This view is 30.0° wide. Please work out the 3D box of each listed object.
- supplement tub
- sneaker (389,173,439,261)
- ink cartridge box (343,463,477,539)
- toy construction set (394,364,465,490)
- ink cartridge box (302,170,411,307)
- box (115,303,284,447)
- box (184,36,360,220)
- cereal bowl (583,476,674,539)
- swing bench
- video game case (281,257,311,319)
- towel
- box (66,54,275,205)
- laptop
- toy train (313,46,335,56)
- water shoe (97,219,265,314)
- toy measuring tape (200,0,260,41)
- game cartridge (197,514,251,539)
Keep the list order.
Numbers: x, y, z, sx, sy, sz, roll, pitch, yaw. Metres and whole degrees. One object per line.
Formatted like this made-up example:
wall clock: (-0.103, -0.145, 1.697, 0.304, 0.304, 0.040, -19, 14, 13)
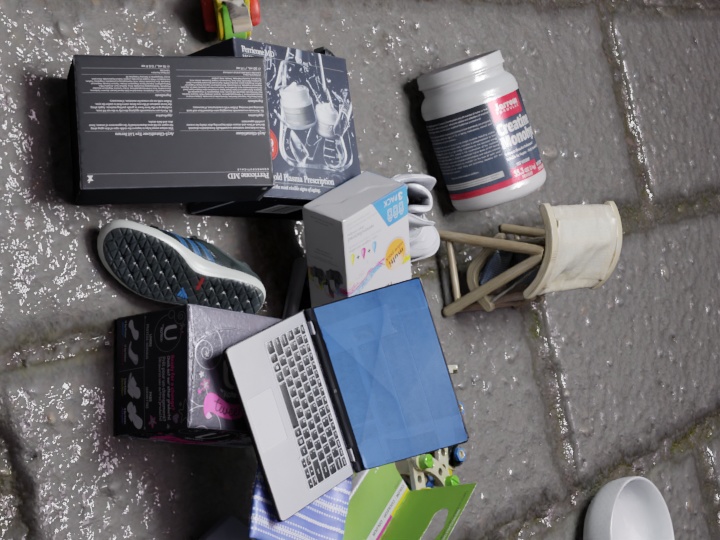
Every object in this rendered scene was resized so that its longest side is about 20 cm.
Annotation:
supplement tub: (0.168, -0.194, 1.887, 0.140, 0.140, 0.200, -31, 105, -50)
sneaker: (0.066, -0.067, 1.746, 0.200, 0.115, 0.075, 24, 63, -46)
ink cartridge box: (0.011, 0.269, 1.520, 0.076, 0.200, 0.148, 60, 41, -21)
toy construction set: (0.083, 0.206, 1.725, 0.131, 0.092, 0.201, 21, 75, -46)
ink cartridge box: (0.000, 0.000, 1.580, 0.115, 0.068, 0.200, -32, 130, -38)
box: (-0.148, 0.117, 1.432, 0.200, 0.115, 0.133, 13, 70, -49)
box: (-0.105, -0.160, 1.569, 0.200, 0.104, 0.183, -1, 80, -52)
cereal bowl: (0.399, 0.416, 2.059, 0.200, 0.083, 0.201, 17, 68, -49)
swing bench: (0.240, -0.017, 1.882, 0.199, 0.200, 0.130, -5, 84, -51)
video game case: (-0.028, 0.107, 1.659, 0.200, 0.023, 0.182, 35, 55, -40)
towel: (-0.052, 0.202, 1.424, 0.145, 0.024, 0.200, 33, 57, -43)
box: (-0.198, -0.145, 1.397, 0.199, 0.079, 0.142, -2, 78, -18)
laptop: (-0.011, 0.131, 1.386, 0.200, 0.116, 0.188, -26, 101, -49)
toy train: (-0.041, -0.186, 1.714, 0.046, 0.034, 0.201, 21, 63, -60)
water shoe: (-0.198, -0.005, 1.453, 0.200, 0.072, 0.079, 28, 16, -28)
toy measuring tape: (-0.143, -0.283, 1.535, 0.074, 0.074, 0.200, 51, 7, -30)
game cartridge: (-0.119, 0.370, 1.436, 0.133, 0.040, 0.200, -38, 98, -43)
